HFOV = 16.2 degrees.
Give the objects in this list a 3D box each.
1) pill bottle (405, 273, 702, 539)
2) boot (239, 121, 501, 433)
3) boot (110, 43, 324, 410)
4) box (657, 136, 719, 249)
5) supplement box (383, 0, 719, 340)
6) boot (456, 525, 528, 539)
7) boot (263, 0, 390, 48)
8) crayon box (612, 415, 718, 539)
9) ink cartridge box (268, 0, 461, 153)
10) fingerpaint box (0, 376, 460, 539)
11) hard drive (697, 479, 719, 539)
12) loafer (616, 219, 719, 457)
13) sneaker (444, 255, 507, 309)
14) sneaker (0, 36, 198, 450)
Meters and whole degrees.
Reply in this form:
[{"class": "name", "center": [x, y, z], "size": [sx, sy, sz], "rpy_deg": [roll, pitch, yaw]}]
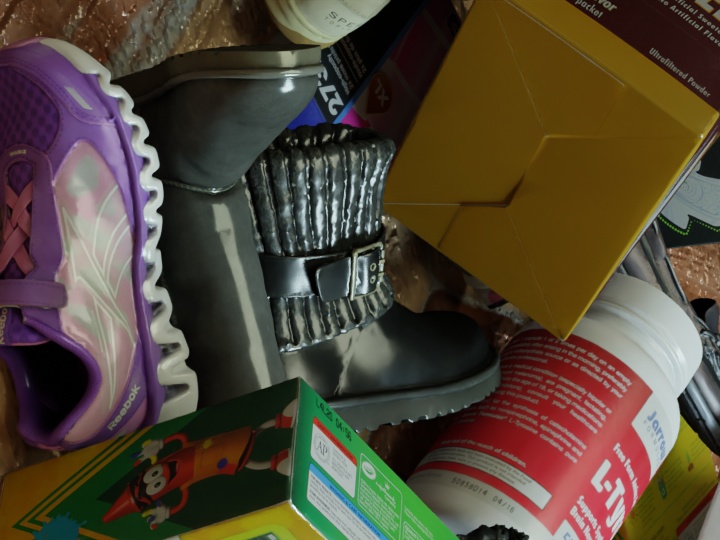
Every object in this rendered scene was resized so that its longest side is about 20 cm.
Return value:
[{"class": "pill bottle", "center": [0.109, 0.099, 1.419], "size": [0.200, 0.112, 0.112], "rpy_deg": [-52, 126, -30]}, {"class": "boot", "center": [0.002, 0.000, 1.326], "size": [0.211, 0.079, 0.159], "rpy_deg": [-10, 99, -54]}, {"class": "boot", "center": [-0.060, 0.000, 1.187], "size": [0.072, 0.182, 0.201], "rpy_deg": [-4, 86, -26]}, {"class": "box", "center": [0.236, -0.086, 1.574], "size": [0.148, 0.199, 0.125], "rpy_deg": [-16, 99, -53]}, {"class": "supplement box", "center": [0.137, -0.112, 1.353], "size": [0.133, 0.198, 0.200], "rpy_deg": [36, 53, 6]}, {"class": "boot", "center": [0.043, 0.233, 1.305], "size": [0.073, 0.198, 0.163], "rpy_deg": [-7, 68, -37]}, {"class": "boot", "center": [-0.003, -0.231, 1.287], "size": [0.073, 0.155, 0.201], "rpy_deg": [-8, 79, -48]}, {"class": "crayon box", "center": [0.174, 0.136, 1.585], "size": [0.127, 0.051, 0.201], "rpy_deg": [-36, 115, -51]}, {"class": "ink cartridge box", "center": [-0.007, -0.104, 1.383], "size": [0.200, 0.037, 0.095], "rpy_deg": [-54, 127, -41]}, {"class": "fingerpaint box", "center": [-0.046, 0.150, 1.170], "size": [0.200, 0.166, 0.074], "rpy_deg": [47, 34, -39]}, {"class": "hard drive", "center": [0.215, 0.208, 1.537], "size": [0.201, 0.026, 0.132], "rpy_deg": [-67, 157, -7]}, {"class": "loafer", "center": [0.188, 0.022, 1.513], "size": [0.063, 0.072, 0.200], "rpy_deg": [-36, 106, -4]}, {"class": "sneaker", "center": [0.087, -0.084, 1.476], "size": [0.086, 0.080, 0.201], "rpy_deg": [37, 50, -33]}, {"class": "sneaker", "center": [-0.139, -0.004, 1.152], "size": [0.088, 0.080, 0.201], "rpy_deg": [-24, 106, -45]}]
